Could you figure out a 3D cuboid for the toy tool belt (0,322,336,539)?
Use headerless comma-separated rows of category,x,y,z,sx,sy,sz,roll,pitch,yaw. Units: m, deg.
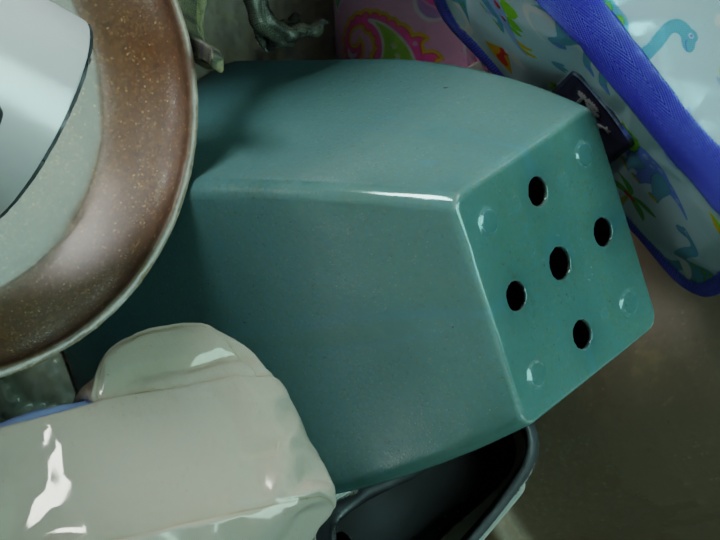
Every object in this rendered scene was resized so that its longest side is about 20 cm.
toy tool belt,-0.110,0.107,1.044,0.199,0.123,0.125,-16,61,-16

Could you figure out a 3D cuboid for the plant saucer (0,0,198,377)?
plant saucer,-0.156,-0.060,1.037,0.199,0.037,0.202,1,87,-25

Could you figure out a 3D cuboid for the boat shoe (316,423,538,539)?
boat shoe,-0.011,0.114,1.150,0.200,0.063,0.073,-38,94,-12

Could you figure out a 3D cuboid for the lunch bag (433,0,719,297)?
lunch bag,0.124,-0.088,1.131,0.170,0.127,0.200,48,18,1

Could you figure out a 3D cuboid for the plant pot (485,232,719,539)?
plant pot,0.137,0.048,1.283,0.199,0.174,0.202,2,87,-46

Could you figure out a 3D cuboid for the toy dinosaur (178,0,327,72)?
toy dinosaur,-0.060,-0.126,1.142,0.088,0.047,0.201,43,24,-47

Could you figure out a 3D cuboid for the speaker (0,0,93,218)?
speaker,-0.191,-0.094,0.959,0.199,0.081,0.082,29,65,-21

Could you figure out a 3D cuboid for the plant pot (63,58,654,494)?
plant pot,0.000,0.000,1.118,0.141,0.199,0.142,-34,111,-43

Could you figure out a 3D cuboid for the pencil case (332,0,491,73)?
pencil case,0.024,-0.125,1.238,0.087,0.087,0.202,-8,92,-47
